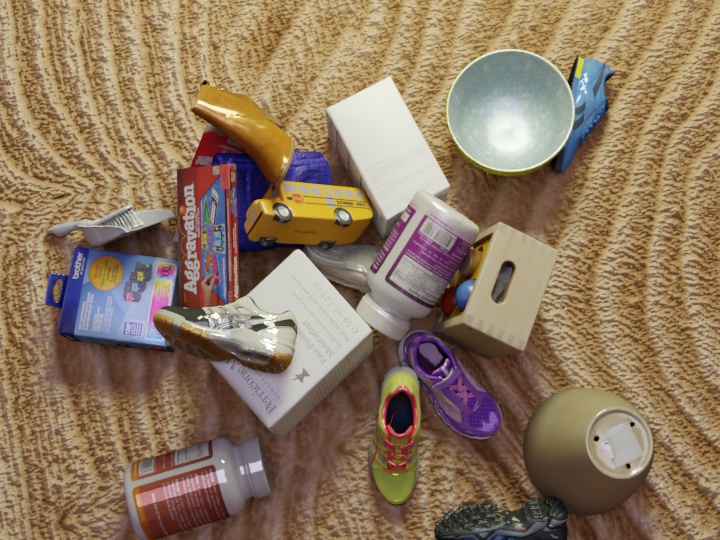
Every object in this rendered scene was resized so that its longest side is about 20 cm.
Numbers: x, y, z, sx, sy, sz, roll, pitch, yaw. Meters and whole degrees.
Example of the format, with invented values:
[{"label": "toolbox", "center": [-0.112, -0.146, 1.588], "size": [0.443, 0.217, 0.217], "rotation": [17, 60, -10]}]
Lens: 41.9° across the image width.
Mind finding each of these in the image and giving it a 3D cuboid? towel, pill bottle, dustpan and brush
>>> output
[{"label": "towel", "center": [-0.129, -0.106, 1.421], "size": [0.197, 0.049, 0.151], "rotation": [-5, 92, -37]}, {"label": "pill bottle", "center": [-0.231, 0.308, 1.353], "size": [0.196, 0.112, 0.114], "rotation": [-15, 77, -4]}, {"label": "pill bottle", "center": [-0.218, -0.121, 1.454], "size": [0.110, 0.112, 0.204], "rotation": [17, 77, 3]}, {"label": "pill bottle", "center": [0.078, -0.004, 1.367], "size": [0.111, 0.112, 0.202], "rotation": [33, 99, 7]}, {"label": "dustpan and brush", "center": [-0.403, -0.068, 1.452], "size": [0.197, 0.139, 0.058], "rotation": [-19, 96, 23]}]

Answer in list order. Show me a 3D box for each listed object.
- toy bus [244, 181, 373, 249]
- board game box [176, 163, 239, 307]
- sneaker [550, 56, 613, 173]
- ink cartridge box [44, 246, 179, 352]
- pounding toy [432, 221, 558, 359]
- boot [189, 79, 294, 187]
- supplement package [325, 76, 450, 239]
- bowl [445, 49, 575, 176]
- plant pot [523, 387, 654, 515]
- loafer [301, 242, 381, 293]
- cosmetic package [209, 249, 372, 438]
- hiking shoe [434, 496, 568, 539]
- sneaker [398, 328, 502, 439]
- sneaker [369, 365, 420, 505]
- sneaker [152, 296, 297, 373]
[{"label": "toy bus", "center": [-0.077, -0.083, 1.382], "size": [0.197, 0.065, 0.079], "rotation": [2, 54, -37]}, {"label": "board game box", "center": [-0.221, -0.048, 1.360], "size": [0.101, 0.019, 0.205], "rotation": [-1, 91, 33]}, {"label": "sneaker", "center": [0.361, -0.247, 1.517], "size": [0.077, 0.066, 0.204], "rotation": [18, 77, -1]}, {"label": "ink cartridge box", "center": [-0.375, 0.044, 1.433], "size": [0.195, 0.076, 0.139], "rotation": [6, 77, 2]}, {"label": "pounding toy", "center": [0.184, 0.008, 1.408], "size": [0.140, 0.184, 0.203], "rotation": [24, 77, -7]}, {"label": "boot", "center": [-0.174, -0.198, 1.337], "size": [0.142, 0.202, 0.071], "rotation": [23, 114, -24]}, {"label": "supplement package", "center": [0.040, -0.173, 1.467], "size": [0.115, 0.117, 0.203], "rotation": [-26, 79, -6]}, {"label": "bowl", "center": [0.233, -0.234, 1.486], "size": [0.195, 0.108, 0.205], "rotation": [-1, 77, 4]}, {"label": "plant pot", "center": [0.340, 0.249, 1.331], "size": [0.183, 0.200, 0.192], "rotation": [0, 76, -1]}, {"label": "loafer", "center": [0.000, 0.000, 1.461], "size": [0.197, 0.063, 0.073], "rotation": [21, 48, -10]}, {"label": "cosmetic package", "center": [-0.105, 0.112, 1.373], "size": [0.200, 0.165, 0.165], "rotation": [-43, 79, -10]}, {"label": "hiking shoe", "center": [0.206, 0.389, 1.360], "size": [0.196, 0.074, 0.089], "rotation": [-8, 105, 12]}, {"label": "sneaker", "center": [0.134, 0.168, 1.404], "size": [0.080, 0.089, 0.200], "rotation": [-41, 82, -11]}, {"label": "sneaker", "center": [0.051, 0.247, 1.369], "size": [0.076, 0.090, 0.205], "rotation": [0, 95, 0]}, {"label": "sneaker", "center": [-0.179, 0.074, 1.272], "size": [0.196, 0.076, 0.089], "rotation": [15, 59, 4]}]
